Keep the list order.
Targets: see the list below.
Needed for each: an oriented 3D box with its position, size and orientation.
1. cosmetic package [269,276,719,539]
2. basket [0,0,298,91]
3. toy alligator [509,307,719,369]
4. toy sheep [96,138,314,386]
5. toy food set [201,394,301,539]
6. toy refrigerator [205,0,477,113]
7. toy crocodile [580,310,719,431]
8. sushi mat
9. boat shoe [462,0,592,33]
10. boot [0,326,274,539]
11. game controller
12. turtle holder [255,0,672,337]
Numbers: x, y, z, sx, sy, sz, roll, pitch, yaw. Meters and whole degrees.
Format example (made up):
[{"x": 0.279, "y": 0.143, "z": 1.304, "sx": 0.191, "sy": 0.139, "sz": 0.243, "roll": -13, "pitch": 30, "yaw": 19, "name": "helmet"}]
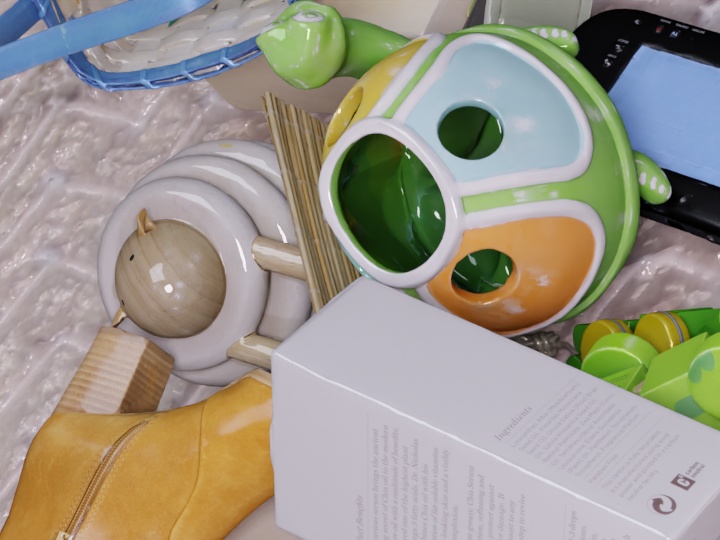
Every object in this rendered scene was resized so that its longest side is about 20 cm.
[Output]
[{"x": 0.061, "y": 0.092, "z": 1.238, "sx": 0.199, "sy": 0.102, "sz": 0.071, "roll": 24, "pitch": 43, "yaw": 27, "name": "cosmetic package"}, {"x": -0.108, "y": -0.162, "z": 1.550, "sx": 0.176, "sy": 0.140, "sz": 0.200, "roll": -13, "pitch": 19, "yaw": 34, "name": "basket"}, {"x": 0.130, "y": 0.048, "z": 1.368, "sx": 0.200, "sy": 0.059, "sz": 0.055, "roll": -11, "pitch": 84, "yaw": 58, "name": "toy alligator"}, {"x": -0.059, "y": -0.004, "z": 1.503, "sx": 0.137, "sy": 0.200, "sz": 0.139, "roll": 3, "pitch": 97, "yaw": 25, "name": "toy sheep"}, {"x": -0.094, "y": 0.166, "z": 1.469, "sx": 0.200, "sy": 0.060, "sz": 0.144, "roll": -36, "pitch": 52, "yaw": 14, "name": "toy food set"}, {"x": -0.006, "y": -0.135, "z": 1.622, "sx": 0.199, "sy": 0.076, "sz": 0.070, "roll": 5, "pitch": 60, "yaw": 44, "name": "toy refrigerator"}, {"x": 0.139, "y": 0.056, "z": 1.268, "sx": 0.199, "sy": 0.062, "sz": 0.068, "roll": -24, "pitch": 17, "yaw": 33, "name": "toy crocodile"}, {"x": 0.000, "y": 0.000, "z": 1.423, "sx": 0.012, "sy": 0.095, "sz": 0.201, "roll": -40, "pitch": 40, "yaw": 24, "name": "sushi mat"}, {"x": 0.072, "y": -0.075, "z": 1.515, "sx": 0.061, "sy": 0.071, "sz": 0.202, "roll": 131, "pitch": 157, "yaw": -76, "name": "boat shoe"}, {"x": -0.075, "y": 0.117, "z": 1.391, "sx": 0.200, "sy": 0.071, "sz": 0.145, "roll": 15, "pitch": 78, "yaw": 31, "name": "boot"}, {"x": 0.165, "y": -0.068, "z": 1.423, "sx": 0.199, "sy": 0.042, "sz": 0.105, "roll": 22, "pitch": 74, "yaw": 38, "name": "game controller"}, {"x": 0.043, "y": -0.057, "z": 1.381, "sx": 0.141, "sy": 0.131, "sz": 0.186, "roll": -23, "pitch": 84, "yaw": 38, "name": "turtle holder"}]
